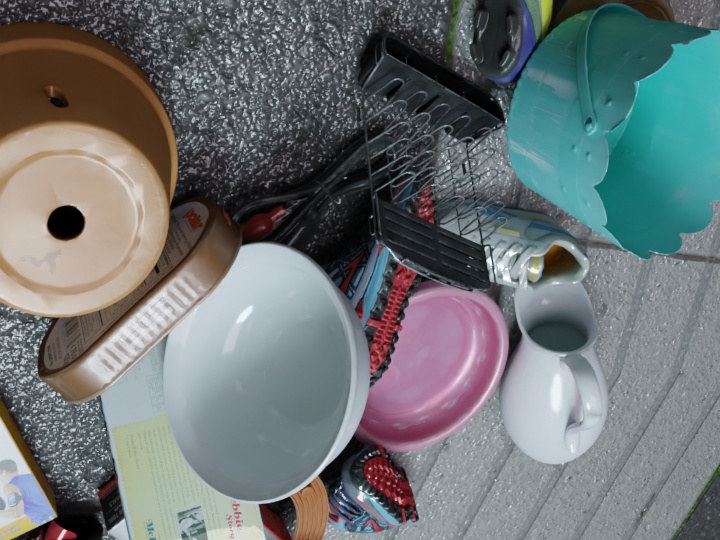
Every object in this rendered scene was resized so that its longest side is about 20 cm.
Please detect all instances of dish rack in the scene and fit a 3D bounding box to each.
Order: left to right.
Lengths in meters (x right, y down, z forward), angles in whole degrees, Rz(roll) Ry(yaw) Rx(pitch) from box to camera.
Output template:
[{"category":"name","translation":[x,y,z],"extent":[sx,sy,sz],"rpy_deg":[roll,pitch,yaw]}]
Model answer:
[{"category":"dish rack","translation":[0.066,-0.085,0.718],"extent":[0.152,0.203,0.054],"rpy_deg":[19,143,-35]}]

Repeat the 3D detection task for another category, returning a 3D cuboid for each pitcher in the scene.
[{"category":"pitcher","translation":[0.214,0.133,0.905],"extent":[0.119,0.173,0.202],"rpy_deg":[-8,130,0]}]

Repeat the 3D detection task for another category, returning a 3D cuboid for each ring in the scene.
[{"category":"ring","translation":[-0.119,0.266,0.830],"extent":[0.197,0.019,0.204],"rpy_deg":[-14,121,-24]}]

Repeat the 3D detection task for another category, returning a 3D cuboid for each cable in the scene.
[{"category":"cable","translation":[-0.052,-0.063,0.760],"extent":[0.201,0.050,0.097],"rpy_deg":[-50,126,-10]}]

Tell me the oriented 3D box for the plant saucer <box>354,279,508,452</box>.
[{"category":"plant saucer","translation":[0.060,0.094,0.884],"extent":[0.197,0.051,0.204],"rpy_deg":[-13,123,-21]}]

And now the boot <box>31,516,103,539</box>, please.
[{"category":"boot","translation":[-0.311,0.303,0.751],"extent":[0.199,0.071,0.147],"rpy_deg":[-27,136,-61]}]

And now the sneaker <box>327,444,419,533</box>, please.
[{"category":"sneaker","translation":[0.003,0.247,0.889],"extent":[0.094,0.080,0.200],"rpy_deg":[-22,152,4]}]

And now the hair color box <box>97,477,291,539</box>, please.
[{"category":"hair color box","translation":[-0.158,0.258,0.853],"extent":[0.101,0.061,0.201],"rpy_deg":[-39,128,-4]}]

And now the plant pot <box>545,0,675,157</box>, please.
[{"category":"plant pot","translation":[0.245,-0.187,0.830],"extent":[0.197,0.027,0.203],"rpy_deg":[-19,127,-27]}]

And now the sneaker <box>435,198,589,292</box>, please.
[{"category":"sneaker","translation":[0.140,-0.022,0.847],"extent":[0.197,0.081,0.078],"rpy_deg":[-2,118,-25]}]

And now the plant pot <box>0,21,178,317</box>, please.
[{"category":"plant pot","translation":[-0.217,-0.060,0.604],"extent":[0.197,0.140,0.203],"rpy_deg":[-13,121,-22]}]

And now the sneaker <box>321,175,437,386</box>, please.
[{"category":"sneaker","translation":[0.000,0.000,0.773],"extent":[0.079,0.094,0.203],"rpy_deg":[33,79,-61]}]

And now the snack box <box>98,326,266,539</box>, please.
[{"category":"snack box","translation":[-0.161,0.156,0.750],"extent":[0.114,0.037,0.204],"rpy_deg":[-12,88,-21]}]

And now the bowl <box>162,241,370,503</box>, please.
[{"category":"bowl","translation":[-0.063,0.084,0.701],"extent":[0.090,0.200,0.203],"rpy_deg":[13,111,-56]}]

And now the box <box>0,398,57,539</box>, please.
[{"category":"box","translation":[-0.351,0.158,0.713],"extent":[0.118,0.042,0.203],"rpy_deg":[-23,126,-15]}]

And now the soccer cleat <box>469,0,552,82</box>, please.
[{"category":"soccer cleat","translation":[0.147,-0.268,0.743],"extent":[0.083,0.064,0.204],"rpy_deg":[-14,122,-56]}]

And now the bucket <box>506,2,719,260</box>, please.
[{"category":"bucket","translation":[0.237,-0.128,0.747],"extent":[0.205,0.134,0.210],"rpy_deg":[-19,126,-28]}]

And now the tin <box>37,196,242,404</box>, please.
[{"category":"tin","translation":[-0.180,0.021,0.683],"extent":[0.200,0.112,0.042],"rpy_deg":[-43,127,-1]}]
